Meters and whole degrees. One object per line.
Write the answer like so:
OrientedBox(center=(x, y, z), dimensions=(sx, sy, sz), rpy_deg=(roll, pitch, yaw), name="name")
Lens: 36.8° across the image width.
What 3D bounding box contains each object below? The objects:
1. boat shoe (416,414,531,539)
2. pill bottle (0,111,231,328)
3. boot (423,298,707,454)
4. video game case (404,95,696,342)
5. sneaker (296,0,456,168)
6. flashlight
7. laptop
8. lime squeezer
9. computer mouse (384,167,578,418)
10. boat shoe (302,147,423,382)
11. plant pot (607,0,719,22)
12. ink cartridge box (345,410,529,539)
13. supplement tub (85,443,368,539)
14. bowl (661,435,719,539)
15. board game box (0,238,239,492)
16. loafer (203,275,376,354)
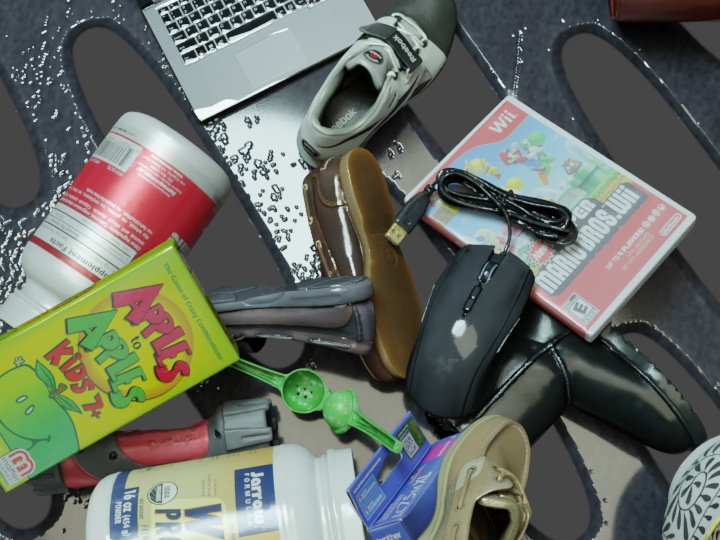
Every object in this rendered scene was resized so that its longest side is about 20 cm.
OrientedBox(center=(0.090, 0.174, 0.758), dimensions=(0.071, 0.064, 0.200), rpy_deg=(51, 40, -16), name="boat shoe")
OrientedBox(center=(-0.205, -0.022, 0.895), dimensions=(0.112, 0.112, 0.200), rpy_deg=(32, 80, 8), name="pill bottle")
OrientedBox(center=(0.155, 0.113, 0.876), dimensions=(0.162, 0.073, 0.198), rpy_deg=(-40, 72, -10), name="boot")
OrientedBox(center=(0.157, -0.049, 0.910), dimensions=(0.200, 0.017, 0.143), rpy_deg=(38, 72, 23), name="video game case")
OrientedBox(center=(0.022, -0.176, 0.936), dimensions=(0.074, 0.089, 0.200), rpy_deg=(36, 80, 2), name="sneaker")
OrientedBox(center=(-0.170, 0.137, 0.880), dimensions=(0.199, 0.068, 0.068), rpy_deg=(-9, 81, 0), name="flashlight")
OrientedBox(center=(-0.110, -0.272, 0.949), dimensions=(0.187, 0.116, 0.200), rpy_deg=(-27, 78, -4), name="laptop")
OrientedBox(center=(-0.034, 0.099, 0.856), dimensions=(0.200, 0.071, 0.038), rpy_deg=(23, 73, 31), name="lime squeezer")
OrientedBox(center=(0.071, 0.007, 0.862), dimensions=(0.140, 0.046, 0.200), rpy_deg=(27, 80, 19), name="computer mouse")
OrientedBox(center=(0.000, 0.000, 0.914), dimensions=(0.070, 0.070, 0.200), rpy_deg=(-22, 73, 35), name="boat shoe")
OrientedBox(center=(0.309, -0.295, 0.916), dimensions=(0.195, 0.201, 0.201), rpy_deg=(-3, 77, 8), name="plant pot")
OrientedBox(center=(0.077, 0.210, 0.808), dimensions=(0.042, 0.119, 0.200), rpy_deg=(-30, 97, 36), name="ink cartridge box")
OrientedBox(center=(-0.094, 0.212, 0.822), dimensions=(0.199, 0.144, 0.145), rpy_deg=(-10, 77, -1), name="supplement tub")
OrientedBox(center=(0.301, 0.186, 0.828), dimensions=(0.201, 0.201, 0.094), rpy_deg=(-34, 35, -6), name="bowl")
OrientedBox(center=(-0.204, 0.070, 0.819), dimensions=(0.200, 0.048, 0.102), rpy_deg=(-30, 101, -3), name="board game box")
OrientedBox(center=(-0.080, 0.044, 0.878), dimensions=(0.200, 0.072, 0.063), rpy_deg=(-6, 99, 26), name="loafer")
